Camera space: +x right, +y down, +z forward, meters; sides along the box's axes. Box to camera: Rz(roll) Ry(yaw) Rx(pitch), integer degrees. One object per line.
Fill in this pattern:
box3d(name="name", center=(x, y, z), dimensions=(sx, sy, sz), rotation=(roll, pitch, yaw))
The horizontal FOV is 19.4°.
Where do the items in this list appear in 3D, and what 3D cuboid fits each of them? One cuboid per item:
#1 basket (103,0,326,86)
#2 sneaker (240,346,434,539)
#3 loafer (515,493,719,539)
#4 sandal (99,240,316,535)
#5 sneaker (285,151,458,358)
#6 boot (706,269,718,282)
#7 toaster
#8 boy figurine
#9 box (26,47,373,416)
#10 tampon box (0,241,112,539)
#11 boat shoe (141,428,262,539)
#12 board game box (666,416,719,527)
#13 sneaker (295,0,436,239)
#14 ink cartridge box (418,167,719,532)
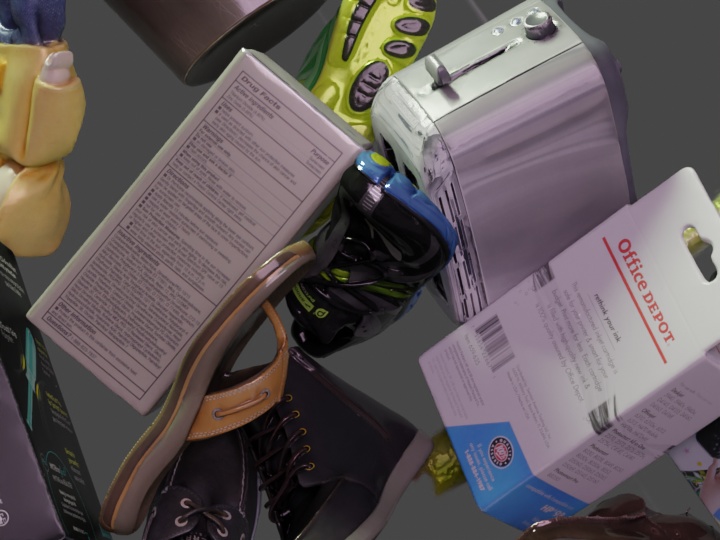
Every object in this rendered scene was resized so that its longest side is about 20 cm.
box3d(name="basket", center=(-0.117, -0.224, 1.286), dimensions=(0.180, 0.136, 0.200), rotation=(-34, 84, 3))
box3d(name="sneaker", center=(-0.038, 0.120, 1.177), dimensions=(0.106, 0.200, 0.075), rotation=(38, 115, 2))
box3d(name="loafer", center=(0.144, 0.167, 1.198), dimensions=(0.073, 0.200, 0.071), rotation=(-53, 51, 19))
box3d(name="sandal", center=(-0.075, 0.070, 1.159), dimensions=(0.054, 0.080, 0.200), rotation=(34, 101, 5))
box3d(name="sneaker", center=(0.000, 0.000, 1.193), dimensions=(0.083, 0.200, 0.071), rotation=(-41, 78, -23))
box3d(name="boot", center=(0.308, 0.024, 1.244), dimensions=(0.198, 0.162, 0.073), rotation=(50, 32, 12))
box3d(name="toaster", center=(0.089, -0.055, 1.247), dimensions=(0.129, 0.200, 0.114), rotation=(-23, 40, -9))
box3d(name="boy figurine", center=(-0.205, -0.108, 1.254), dimensions=(0.064, 0.124, 0.200), rotation=(-5, 106, -34))
box3d(name="box", center=(-0.090, -0.023, 1.216), dimensions=(0.095, 0.078, 0.200), rotation=(41, 96, 1))
box3d(name="tampon box", center=(-0.235, 0.084, 1.159), dimensions=(0.126, 0.150, 0.200), rotation=(-22, 76, 0))
box3d(name="boat shoe", center=(-0.094, 0.163, 1.197), dimensions=(0.069, 0.057, 0.200), rotation=(14, 66, -8))
box3d(name="board game box", center=(0.285, 0.125, 1.206), dimensions=(0.148, 0.064, 0.200), rotation=(-35, 91, 25))
box3d(name="sneaker", center=(-0.016, -0.095, 1.289), dimensions=(0.074, 0.084, 0.200), rotation=(35, 91, 2))
box3d(name="ink cartridge box", center=(0.143, 0.048, 1.197), dimensions=(0.200, 0.067, 0.116), rotation=(-36, 50, 19))
